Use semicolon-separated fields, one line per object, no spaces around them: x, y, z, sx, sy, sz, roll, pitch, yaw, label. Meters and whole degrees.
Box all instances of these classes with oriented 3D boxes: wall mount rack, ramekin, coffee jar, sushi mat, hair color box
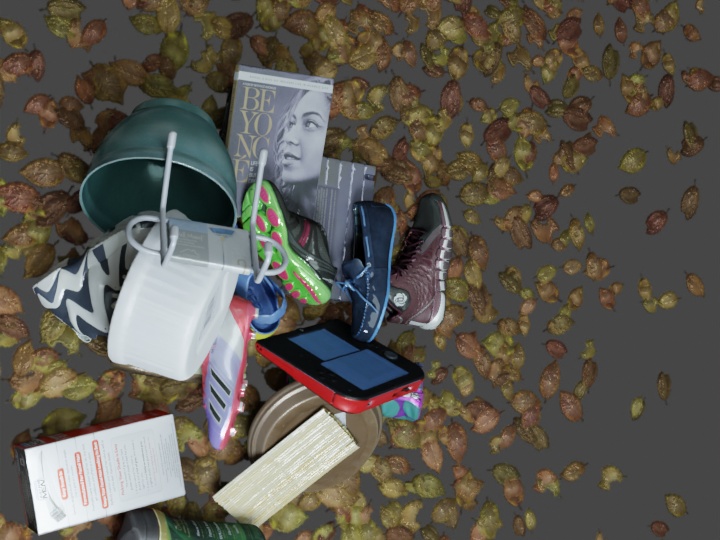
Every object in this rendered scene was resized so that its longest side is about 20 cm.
-0.171;-0.071;1.468;0.198;0.075;0.175;10;45;-20;wall mount rack
-0.223;0.036;1.534;0.097;0.201;0.202;22;77;4;ramekin
-0.229;0.376;1.646;0.198;0.085;0.105;16;105;-28;coffee jar
-0.100;0.274;1.705;0.199;0.012;0.096;-39;123;4;sushi mat
-0.335;0.256;1.609;0.198;0.064;0.112;-11;95;-30;hair color box

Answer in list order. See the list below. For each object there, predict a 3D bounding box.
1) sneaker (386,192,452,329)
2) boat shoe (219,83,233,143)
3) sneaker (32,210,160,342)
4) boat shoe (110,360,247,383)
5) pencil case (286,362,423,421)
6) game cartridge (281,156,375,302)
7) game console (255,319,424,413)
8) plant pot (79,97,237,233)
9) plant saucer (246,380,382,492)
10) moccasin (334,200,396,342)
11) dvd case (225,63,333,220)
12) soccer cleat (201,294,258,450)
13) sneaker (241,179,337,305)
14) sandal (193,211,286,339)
0.069;-0.015;1.829;0.114;0.075;0.203;2;89;-26;sneaker
-0.160;-0.174;1.713;0.074;0.062;0.202;3;99;-35;boat shoe
-0.302;0.020;1.577;0.198;0.080;0.130;-32;105;9;sneaker
-0.239;0.108;1.662;0.199;0.071;0.077;12;85;-40;boat shoe
-0.005;0.165;1.774;0.198;0.092;0.086;7;86;-28;pencil case
-0.047;-0.060;1.789;0.128;0.038;0.203;8;86;-25;game cartridge
-0.022;0.123;1.691;0.199;0.176;0.031;-11;129;-56;game console
-0.249;-0.134;1.604;0.199;0.200;0.135;23;52;-26;plant pot
-0.058;0.231;1.723;0.198;0.030;0.202;-11;124;-16;plant saucer
0.000;0.000;1.763;0.068;0.080;0.202;14;68;-25;moccasin
-0.115;-0.169;1.697;0.147;0.016;0.202;3;99;-33;dvd case
-0.183;0.131;1.634;0.076;0.067;0.202;10;81;-2;soccer cleat
-0.095;-0.045;1.705;0.201;0.076;0.084;61;42;-30;sneaker
-0.158;0.003;1.697;0.079;0.087;0.201;-40;106;-21;sandal
